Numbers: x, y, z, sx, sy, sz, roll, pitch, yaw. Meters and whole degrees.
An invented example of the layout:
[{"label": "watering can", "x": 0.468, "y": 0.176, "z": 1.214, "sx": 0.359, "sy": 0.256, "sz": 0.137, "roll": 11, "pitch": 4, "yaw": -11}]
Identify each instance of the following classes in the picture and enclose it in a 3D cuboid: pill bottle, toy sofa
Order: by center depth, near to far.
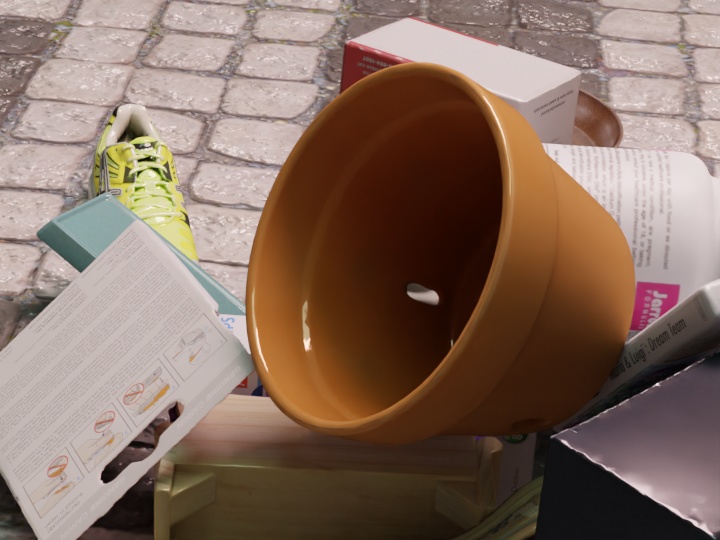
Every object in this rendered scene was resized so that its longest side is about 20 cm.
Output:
[{"label": "toy sofa", "x": -0.020, "y": 0.132, "z": 1.134, "sx": 0.198, "sy": 0.083, "sz": 0.098, "roll": 2, "pitch": 32, "yaw": -1}, {"label": "pill bottle", "x": 0.156, "y": -0.020, "z": 1.225, "sx": 0.198, "sy": 0.114, "sz": 0.114, "roll": 4, "pitch": 29, "yaw": 2}]

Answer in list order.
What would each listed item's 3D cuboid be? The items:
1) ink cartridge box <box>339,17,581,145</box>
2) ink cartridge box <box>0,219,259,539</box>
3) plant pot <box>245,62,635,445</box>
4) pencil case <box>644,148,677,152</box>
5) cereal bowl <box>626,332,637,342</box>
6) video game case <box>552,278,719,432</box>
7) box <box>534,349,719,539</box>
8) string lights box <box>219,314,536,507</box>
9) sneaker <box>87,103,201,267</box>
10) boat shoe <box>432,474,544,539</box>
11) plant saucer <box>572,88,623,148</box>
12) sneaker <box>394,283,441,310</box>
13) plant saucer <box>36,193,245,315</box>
[{"label": "ink cartridge box", "x": 0.060, "y": -0.053, "z": 1.357, "sx": 0.146, "sy": 0.201, "sz": 0.083, "roll": 22, "pitch": 31, "yaw": 28}, {"label": "ink cartridge box", "x": -0.142, "y": 0.075, "z": 1.161, "sx": 0.161, "sy": 0.050, "sz": 0.200, "roll": -44, "pitch": 38, "yaw": -2}, {"label": "plant pot", "x": 0.054, "y": 0.005, "z": 1.064, "sx": 0.139, "sy": 0.201, "sz": 0.200, "roll": 20, "pitch": 15, "yaw": -38}, {"label": "pencil case", "x": 0.210, "y": -0.015, "z": 1.427, "sx": 0.086, "sy": 0.083, "sz": 0.200, "roll": 27, "pitch": 31, "yaw": -2}, {"label": "cereal bowl", "x": 0.223, "y": 0.090, "z": 1.238, "sx": 0.198, "sy": 0.084, "sz": 0.200, "roll": 2, "pitch": 29, "yaw": -1}, {"label": "video game case", "x": 0.224, "y": 0.028, "z": 1.110, "sx": 0.199, "sy": 0.182, "sz": 0.024, "roll": -15, "pitch": 74, "yaw": -29}, {"label": "box", "x": 0.178, "y": 0.156, "z": 0.997, "sx": 0.181, "sy": 0.201, "sz": 0.104, "roll": -22, "pitch": 39, "yaw": -37}, {"label": "string lights box", "x": 0.005, "y": 0.088, "z": 1.196, "sx": 0.198, "sy": 0.103, "sz": 0.059, "roll": 3, "pitch": 28, "yaw": -1}, {"label": "sneaker", "x": -0.165, "y": -0.052, "z": 1.453, "sx": 0.075, "sy": 0.077, "sz": 0.200, "roll": -5, "pitch": 33, "yaw": -19}, {"label": "boat shoe", "x": 0.084, "y": 0.167, "z": 1.059, "sx": 0.199, "sy": 0.074, "sz": 0.063, "roll": -26, "pitch": 28, "yaw": 3}, {"label": "plant saucer", "x": 0.116, "y": -0.111, "z": 1.634, "sx": 0.199, "sy": 0.035, "sz": 0.201, "roll": 3, "pitch": 28, "yaw": -1}, {"label": "sneaker", "x": 0.000, "y": 0.000, "z": 1.251, "sx": 0.074, "sy": 0.089, "sz": 0.200, "roll": 8, "pitch": -16, "yaw": -24}, {"label": "plant saucer", "x": -0.128, "y": 0.015, "z": 1.341, "sx": 0.200, "sy": 0.019, "sz": 0.070, "roll": 39, "pitch": 42, "yaw": 20}]
